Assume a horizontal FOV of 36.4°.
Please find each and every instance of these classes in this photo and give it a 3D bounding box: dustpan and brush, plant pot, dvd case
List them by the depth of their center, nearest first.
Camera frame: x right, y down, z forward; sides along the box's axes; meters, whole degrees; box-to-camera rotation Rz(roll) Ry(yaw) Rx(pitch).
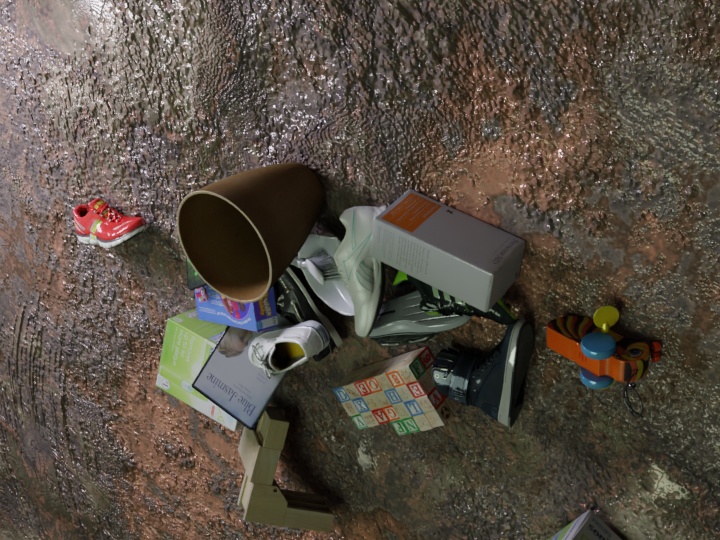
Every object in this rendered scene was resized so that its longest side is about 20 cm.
[{"bbox_3d":[-0.150,-0.081,1.685,0.185,0.200,0.188,21,131,27],"label":"plant pot"},{"bbox_3d":[-0.078,-0.009,1.777,0.200,0.057,0.141,37,146,61],"label":"dustpan and brush"},{"bbox_3d":[-0.194,0.158,1.935,0.142,0.201,0.018,32,180,18],"label":"dvd case"}]

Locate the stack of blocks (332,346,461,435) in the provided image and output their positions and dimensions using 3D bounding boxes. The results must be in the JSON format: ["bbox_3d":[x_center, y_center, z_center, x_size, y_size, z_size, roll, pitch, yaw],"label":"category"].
[{"bbox_3d":[0.059,0.210,1.822,0.199,0.059,0.116,-22,104,47],"label":"stack of blocks"}]

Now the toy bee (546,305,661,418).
[{"bbox_3d":[0.349,0.121,1.490,0.201,0.108,0.132,56,154,31],"label":"toy bee"}]

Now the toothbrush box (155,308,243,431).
[{"bbox_3d":[-0.274,0.183,2.045,0.198,0.086,0.147,25,114,23],"label":"toothbrush box"}]

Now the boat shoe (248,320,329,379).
[{"bbox_3d":[-0.139,0.143,1.822,0.201,0.086,0.075,-16,108,47],"label":"boat shoe"}]

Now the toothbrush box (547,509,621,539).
[{"bbox_3d":[0.349,0.496,1.747,0.146,0.086,0.200,44,137,6],"label":"toothbrush box"}]

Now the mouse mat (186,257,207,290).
[{"bbox_3d":[-0.247,-0.061,1.858,0.199,0.007,0.163,-18,72,50],"label":"mouse mat"}]

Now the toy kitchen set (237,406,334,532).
[{"bbox_3d":[-0.136,0.368,2.115,0.163,0.178,0.203,-141,65,-70],"label":"toy kitchen set"}]

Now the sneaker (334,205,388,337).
[{"bbox_3d":[0.000,0.000,1.662,0.079,0.070,0.204,5,97,6],"label":"sneaker"}]

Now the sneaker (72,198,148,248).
[{"bbox_3d":[-0.481,-0.093,2.063,0.198,0.077,0.086,2,116,40],"label":"sneaker"}]

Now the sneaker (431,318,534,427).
[{"bbox_3d":[0.180,0.135,1.648,0.145,0.077,0.204,25,134,22],"label":"sneaker"}]

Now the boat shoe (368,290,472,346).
[{"bbox_3d":[0.094,0.074,1.692,0.198,0.073,0.071,-8,146,33],"label":"boat shoe"}]

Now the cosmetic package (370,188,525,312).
[{"bbox_3d":[0.123,-0.031,1.559,0.198,0.101,0.072,26,133,23],"label":"cosmetic package"}]

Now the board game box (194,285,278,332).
[{"bbox_3d":[-0.222,0.025,1.885,0.199,0.044,0.137,7,107,52],"label":"board game box"}]

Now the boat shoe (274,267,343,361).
[{"bbox_3d":[-0.110,0.062,1.846,0.201,0.060,0.074,54,169,-8],"label":"boat shoe"}]

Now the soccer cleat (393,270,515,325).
[{"bbox_3d":[0.137,0.040,1.602,0.199,0.082,0.067,31,178,30],"label":"soccer cleat"}]
